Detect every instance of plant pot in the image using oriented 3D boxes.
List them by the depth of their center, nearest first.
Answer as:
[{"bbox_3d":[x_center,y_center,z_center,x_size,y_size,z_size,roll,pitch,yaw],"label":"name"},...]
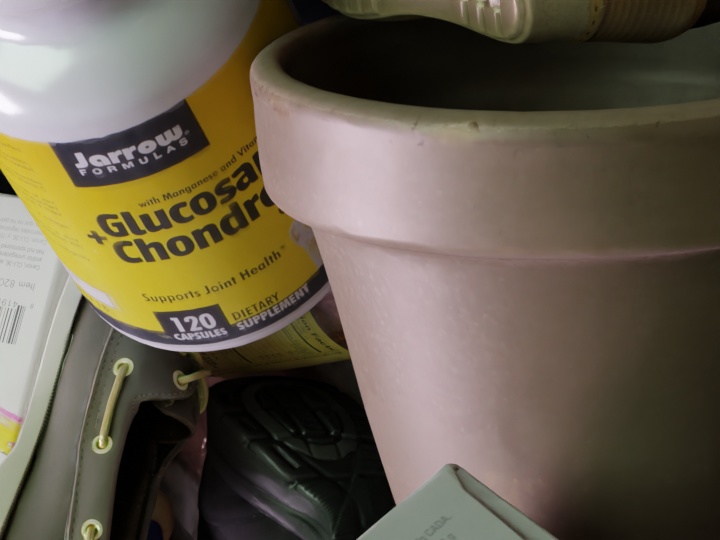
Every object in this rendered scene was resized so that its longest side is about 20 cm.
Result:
[{"bbox_3d":[0.068,0.013,0.920,0.200,0.200,0.175,19,116,51],"label":"plant pot"}]

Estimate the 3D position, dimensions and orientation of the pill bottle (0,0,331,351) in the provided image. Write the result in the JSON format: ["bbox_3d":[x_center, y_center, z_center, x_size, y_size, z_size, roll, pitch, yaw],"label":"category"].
[{"bbox_3d":[-0.074,-0.068,0.972,0.112,0.200,0.112,-9,55,13],"label":"pill bottle"}]

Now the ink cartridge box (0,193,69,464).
[{"bbox_3d":[-0.169,0.071,1.126,0.116,0.067,0.200,9,75,22],"label":"ink cartridge box"}]

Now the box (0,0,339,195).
[{"bbox_3d":[-0.106,-0.121,1.123,0.197,0.200,0.124,-30,57,45],"label":"box"}]

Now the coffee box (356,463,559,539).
[{"bbox_3d":[0.037,0.220,0.819,0.200,0.200,0.198,35,153,37],"label":"coffee box"}]

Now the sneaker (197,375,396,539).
[{"bbox_3d":[-0.002,0.121,1.078,0.200,0.076,0.091,52,134,50],"label":"sneaker"}]

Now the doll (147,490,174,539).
[{"bbox_3d":[-0.058,0.163,1.078,0.200,0.048,0.137,-125,35,-48],"label":"doll"}]

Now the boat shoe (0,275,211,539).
[{"bbox_3d":[-0.088,0.053,1.071,0.060,0.072,0.202,14,67,12],"label":"boat shoe"}]

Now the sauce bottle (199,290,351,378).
[{"bbox_3d":[0.000,0.000,1.089,0.200,0.066,0.066,-12,75,48],"label":"sauce bottle"}]

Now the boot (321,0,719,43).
[{"bbox_3d":[0.072,-0.126,0.946,0.200,0.166,0.072,37,137,50],"label":"boot"}]
